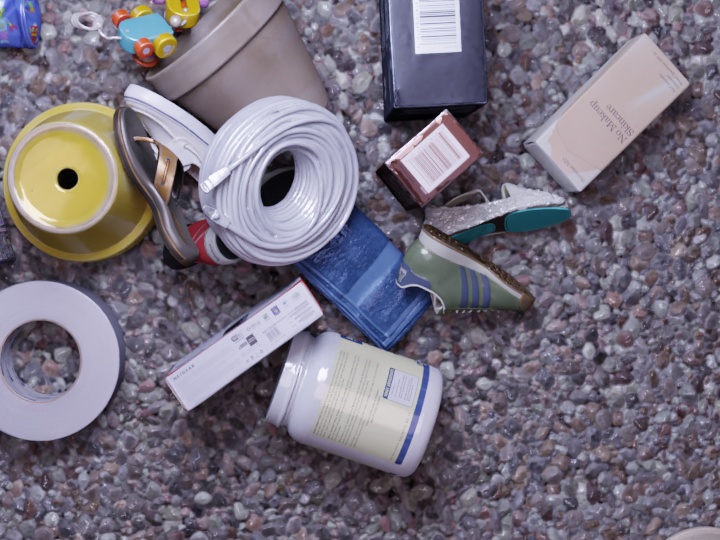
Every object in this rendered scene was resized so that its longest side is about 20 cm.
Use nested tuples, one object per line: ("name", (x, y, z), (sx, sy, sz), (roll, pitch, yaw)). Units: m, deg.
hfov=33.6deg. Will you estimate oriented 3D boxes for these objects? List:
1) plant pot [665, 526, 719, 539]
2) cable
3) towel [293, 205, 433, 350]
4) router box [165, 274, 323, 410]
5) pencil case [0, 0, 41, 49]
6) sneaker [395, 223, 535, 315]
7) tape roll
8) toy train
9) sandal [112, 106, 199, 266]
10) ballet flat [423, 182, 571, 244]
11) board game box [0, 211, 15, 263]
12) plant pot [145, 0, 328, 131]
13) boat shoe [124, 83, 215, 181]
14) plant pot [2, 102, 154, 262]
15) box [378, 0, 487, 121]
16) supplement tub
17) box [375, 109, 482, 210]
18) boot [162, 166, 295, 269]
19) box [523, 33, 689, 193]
("plant pot", (0.473, 0.450, 1.527), (0.198, 0.183, 0.203), (0, 92, -4))
("cable", (-0.095, -0.104, 1.412), (0.200, 0.069, 0.200), (-49, 132, -13))
("towel", (0.000, 0.000, 1.534), (0.200, 0.049, 0.112), (44, 88, -14))
("router box", (-0.141, 0.085, 1.480), (0.199, 0.179, 0.049), (-36, 94, -2))
("pencil case", (-0.501, -0.323, 1.493), (0.197, 0.078, 0.088), (2, 115, -4))
("sneaker", (0.128, 0.021, 1.534), (0.199, 0.067, 0.090), (29, 105, -31))
("tape roll", (-0.402, 0.112, 1.522), (0.198, 0.066, 0.203), (0, 92, -4))
("toy train", (-0.273, -0.322, 1.477), (0.149, 0.056, 0.201), (20, 46, 0))
("sandal", (-0.231, -0.104, 1.410), (0.054, 0.082, 0.202), (-25, 89, 10))
("ballet flat", (0.174, -0.080, 1.551), (0.198, 0.072, 0.073), (-13, 93, -3))
("board game box", (-0.546, -0.084, 1.490), (0.158, 0.097, 0.202), (-18, 93, -3))
("plant pot", (-0.135, -0.241, 1.478), (0.200, 0.200, 0.174), (-44, 110, -1))
("boat shoe", (-0.224, -0.152, 1.482), (0.200, 0.071, 0.070), (39, 77, -42))
("plant pot", (-0.345, -0.108, 1.456), (0.198, 0.189, 0.204), (0, 93, -4))
("box", (0.085, -0.292, 1.468), (0.116, 0.200, 0.199), (-3, 93, -3))
("supplement tub", (-0.008, 0.164, 1.508), (0.198, 0.145, 0.147), (19, 91, -4))
("box", (0.081, -0.133, 1.474), (0.100, 0.200, 0.075), (-41, 91, -2))
("boot", (-0.159, -0.067, 1.529), (0.200, 0.143, 0.073), (-39, 110, -38))
("box", (0.317, -0.201, 1.546), (0.095, 0.078, 0.200), (45, 89, -5))
